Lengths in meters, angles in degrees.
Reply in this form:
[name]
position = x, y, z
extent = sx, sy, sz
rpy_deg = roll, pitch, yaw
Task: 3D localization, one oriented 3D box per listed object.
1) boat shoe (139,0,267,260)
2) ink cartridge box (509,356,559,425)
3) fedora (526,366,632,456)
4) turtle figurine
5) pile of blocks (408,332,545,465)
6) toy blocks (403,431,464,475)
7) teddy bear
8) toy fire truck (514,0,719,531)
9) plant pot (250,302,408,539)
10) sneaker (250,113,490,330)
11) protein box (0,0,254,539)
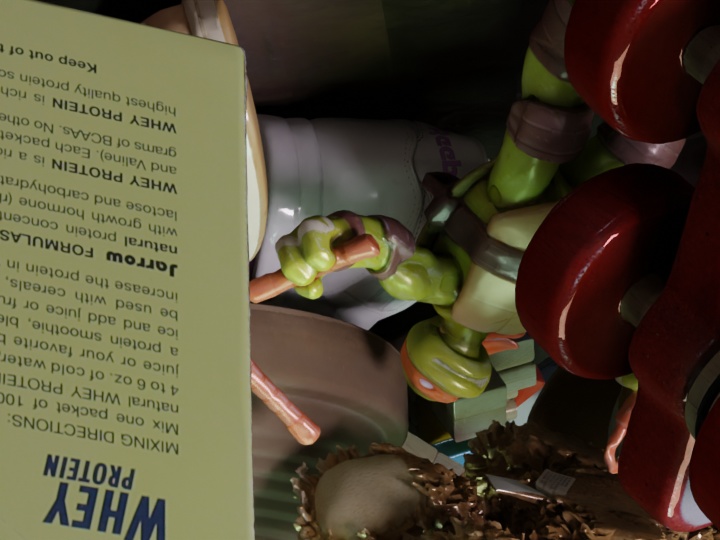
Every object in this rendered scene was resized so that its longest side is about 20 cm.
[boat shoe]
position = -0.075, -0.026, 0.840
extent = 0.069, 0.074, 0.200
rpy_deg = -10, 167, -14
[ink cartridge box]
position = 0.178, 0.094, 1.215
extent = 0.200, 0.145, 0.083
rpy_deg = -8, -166, 43
[fedora]
position = 0.160, 0.050, 1.028
extent = 0.201, 0.201, 0.082
rpy_deg = -6, 129, -8
[turtle figurine]
position = 0.060, -0.012, 0.875
extent = 0.200, 0.064, 0.161
rpy_deg = 17, 120, -31
[pile of blocks]
position = 0.043, 0.066, 1.203
extent = 0.062, 0.082, 0.200
rpy_deg = -15, 178, -15
[toy blocks]
position = -0.047, 0.077, 1.137
extent = 0.200, 0.100, 0.137
rpy_deg = 32, 159, -15
[teddy bear]
position = 0.068, 0.100, 0.902
extent = 0.145, 0.067, 0.200
rpy_deg = 28, -161, 33
[toy fire truck]
position = 0.147, -0.018, 0.799
extent = 0.168, 0.112, 0.200
rpy_deg = -13, 130, -30
[plant pot]
position = -0.082, 0.080, 0.939
extent = 0.201, 0.093, 0.201
rpy_deg = -3, 162, -1
[sneaker]
position = 0.000, 0.000, 0.979
extent = 0.100, 0.075, 0.200
rpy_deg = -5, 166, -6
[protein box]
position = -0.140, 0.041, 0.682
extent = 0.198, 0.200, 0.135
rpy_deg = 11, 143, -19
